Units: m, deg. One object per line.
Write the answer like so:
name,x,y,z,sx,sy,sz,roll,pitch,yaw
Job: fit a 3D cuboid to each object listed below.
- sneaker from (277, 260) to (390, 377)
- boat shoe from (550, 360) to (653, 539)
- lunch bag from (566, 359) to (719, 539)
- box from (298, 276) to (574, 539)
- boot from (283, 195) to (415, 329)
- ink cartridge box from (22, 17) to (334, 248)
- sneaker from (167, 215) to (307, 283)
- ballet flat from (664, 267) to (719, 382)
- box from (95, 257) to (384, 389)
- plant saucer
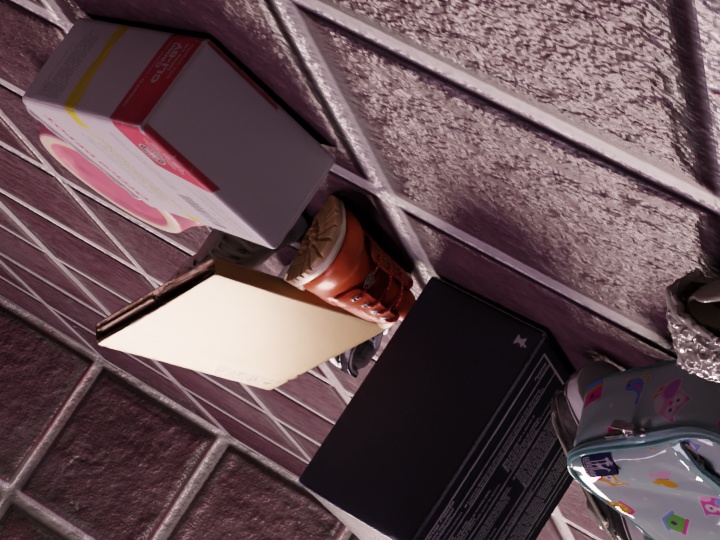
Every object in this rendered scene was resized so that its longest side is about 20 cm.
sneaker,-0.039,0.051,1.841,0.114,0.076,0.200,37,166,-4
boat shoe,0.204,0.166,1.470,0.064,0.070,0.201,-50,58,50
lunch bag,0.247,0.139,1.345,0.200,0.077,0.160,37,152,-26
box,0.078,0.144,1.599,0.123,0.200,0.198,27,167,30
boot,0.000,0.000,1.554,0.107,0.075,0.200,30,177,1
ink cartridge box,-0.136,-0.104,1.441,0.145,0.084,0.200,41,166,-34
sneaker,-0.109,-0.008,1.695,0.074,0.116,0.200,35,168,-1
ballet flat,0.230,0.038,1.076,0.072,0.072,0.200,39,167,-29
box,-0.099,0.048,1.699,0.199,0.021,0.163,19,145,-40
plant saucer,-0.211,-0.096,1.775,0.200,0.051,0.201,32,169,7
